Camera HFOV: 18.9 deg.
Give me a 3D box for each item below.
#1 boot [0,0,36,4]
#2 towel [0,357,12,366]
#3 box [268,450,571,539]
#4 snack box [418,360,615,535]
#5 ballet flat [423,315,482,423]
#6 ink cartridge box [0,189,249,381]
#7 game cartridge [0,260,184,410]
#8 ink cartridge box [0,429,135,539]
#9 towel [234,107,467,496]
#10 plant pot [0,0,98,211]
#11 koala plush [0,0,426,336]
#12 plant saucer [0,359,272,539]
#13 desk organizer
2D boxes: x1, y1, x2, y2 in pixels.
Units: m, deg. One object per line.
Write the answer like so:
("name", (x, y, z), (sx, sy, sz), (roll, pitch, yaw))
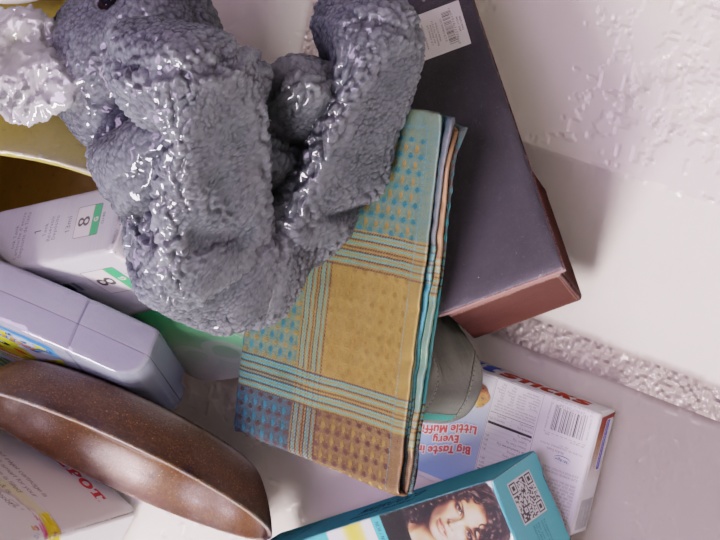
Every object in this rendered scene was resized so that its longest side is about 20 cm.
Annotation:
("boot", (-0.200, -0.198, 1.266), (0.090, 0.200, 0.073), (-9, 108, 32))
("towel", (-0.262, 0.066, 1.321), (0.086, 0.200, 0.018), (33, 124, 20))
("box", (0.026, 0.171, 1.219), (0.199, 0.049, 0.083), (-23, 91, 38))
("snack box", (0.046, 0.082, 1.232), (0.199, 0.024, 0.073), (19, 103, 29))
("ballet flat", (0.000, 0.000, 1.211), (0.068, 0.063, 0.201), (-52, 57, 35))
("ink cartridge box", (-0.156, 0.018, 1.265), (0.199, 0.161, 0.050), (-12, 58, 37))
("game cartridge", (-0.202, 0.024, 1.237), (0.199, 0.133, 0.041), (21, 73, 10))
("ink cartridge box", (-0.273, 0.176, 1.338), (0.146, 0.199, 0.147), (39, 114, 24))
("towel", (-0.009, 0.006, 1.161), (0.146, 0.022, 0.202), (17, 104, 47))
("plant pot", (-0.174, -0.085, 1.276), (0.199, 0.200, 0.143), (-6, 62, 32))
("koala plush", (-0.098, -0.085, 1.120), (0.200, 0.176, 0.185), (37, 128, 35))
("plant saucer", (-0.136, 0.101, 1.267), (0.199, 0.200, 0.035), (17, 73, 30))
("desk organizer", (0.054, -0.071, 1.180), (0.071, 0.077, 0.202), (-20, 72, 10))
